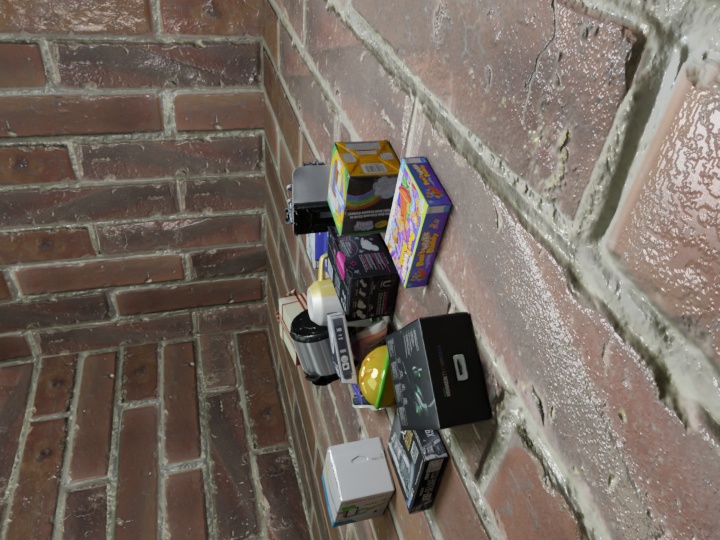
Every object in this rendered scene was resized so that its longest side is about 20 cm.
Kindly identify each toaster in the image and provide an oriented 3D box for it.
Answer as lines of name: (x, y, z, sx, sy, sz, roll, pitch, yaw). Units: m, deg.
toaster: (-0.085, -0.176, 1.396, 0.181, 0.198, 0.120, 108, 155, -71)

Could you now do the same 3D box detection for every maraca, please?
maraca: (0.053, 0.221, 1.192, 0.200, 0.106, 0.138, -54, -20, -79)

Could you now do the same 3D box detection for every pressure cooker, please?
pressure cooker: (-0.094, 0.215, 1.549, 0.179, 0.175, 0.201, -129, 21, -62)

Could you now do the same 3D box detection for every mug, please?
mug: (-0.061, 0.063, 1.433, 0.150, 0.152, 0.188, 112, 148, -60)

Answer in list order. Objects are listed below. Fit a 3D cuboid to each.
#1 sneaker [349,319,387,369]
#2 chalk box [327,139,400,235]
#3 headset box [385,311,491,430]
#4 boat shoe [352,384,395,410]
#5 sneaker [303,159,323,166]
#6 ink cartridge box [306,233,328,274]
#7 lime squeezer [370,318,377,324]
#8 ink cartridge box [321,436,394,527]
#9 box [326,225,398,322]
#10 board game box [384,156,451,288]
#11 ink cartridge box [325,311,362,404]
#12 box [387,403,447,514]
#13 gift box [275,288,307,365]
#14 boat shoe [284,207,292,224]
sneaker: (0.032, 0.184, 1.295, 0.105, 0.075, 0.200, 61, 156, 7)
chalk box: (0.003, -0.159, 1.176, 0.201, 0.124, 0.125, 103, 155, -45)
headset box: (0.125, 0.175, 0.930, 0.200, 0.092, 0.176, 130, 133, -68)
boat shoe: (0.026, 0.310, 1.361, 0.200, 0.074, 0.062, 145, 116, -70)
sneaker: (-0.155, -0.290, 1.782, 0.200, 0.075, 0.115, 158, 106, -67)
ink cartridge box: (-0.149, -0.112, 1.876, 0.200, 0.040, 0.201, -125, 33, -58)
lime squeezer: (0.013, 0.098, 1.338, 0.201, 0.070, 0.038, 59, -155, -8)
ink cartridge box: (-0.012, 0.561, 1.457, 0.201, 0.145, 0.147, 101, 157, -48)
box: (0.000, 0.000, 1.266, 0.201, 0.114, 0.133, -114, 22, -48)
board game box: (0.100, -0.086, 1.009, 0.201, 0.044, 0.135, 100, 157, -45)
ink cartridge box: (-0.041, 0.196, 1.257, 0.198, 0.043, 0.202, 150, 108, -83)
box: (0.111, 0.373, 1.128, 0.158, 0.049, 0.201, -113, 23, -46)
gift box: (-0.163, 0.164, 1.799, 0.187, 0.183, 0.201, 52, 142, 46)
boat shoe: (-0.217, -0.189, 1.853, 0.200, 0.090, 0.072, -171, 78, -72)
